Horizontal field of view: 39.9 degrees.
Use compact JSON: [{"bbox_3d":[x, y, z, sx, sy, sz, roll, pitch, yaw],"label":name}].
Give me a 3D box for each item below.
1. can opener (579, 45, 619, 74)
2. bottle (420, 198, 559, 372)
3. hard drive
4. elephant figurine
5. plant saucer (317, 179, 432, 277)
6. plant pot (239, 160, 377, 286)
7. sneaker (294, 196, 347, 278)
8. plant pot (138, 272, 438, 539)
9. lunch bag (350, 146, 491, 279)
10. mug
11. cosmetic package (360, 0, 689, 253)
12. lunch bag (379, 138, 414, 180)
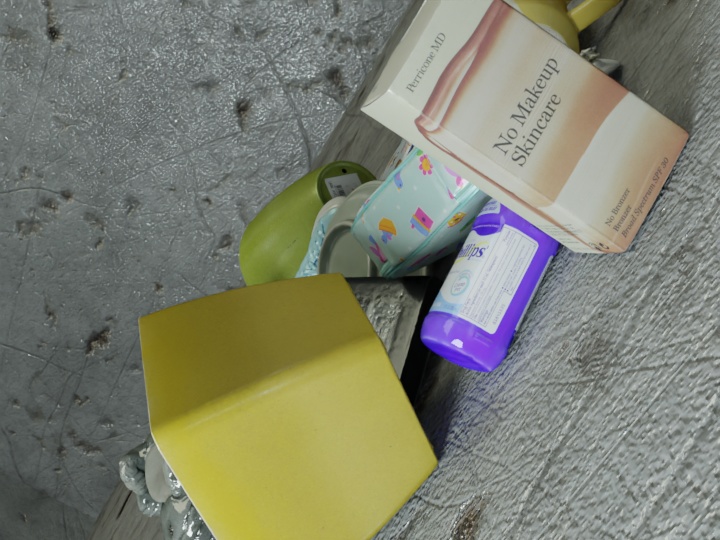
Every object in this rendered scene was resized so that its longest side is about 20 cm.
[{"bbox_3d":[0.170,-0.148,0.839,0.200,0.052,0.067,-32,-57,-55],"label":"can opener"},{"bbox_3d":[0.120,-0.018,0.803,0.201,0.065,0.083,-62,12,-9],"label":"bottle"},{"bbox_3d":[-0.014,0.074,0.997,0.199,0.033,0.140,-1,64,44],"label":"hard drive"},{"bbox_3d":[-0.159,0.223,0.991,0.141,0.156,0.200,-20,14,-15],"label":"elephant figurine"},{"bbox_3d":[0.000,0.000,1.089,0.200,0.050,0.202,-2,87,55],"label":"plant saucer"},{"bbox_3d":[-0.048,-0.054,1.327,0.200,0.186,0.188,-50,14,56],"label":"plant pot"},{"bbox_3d":[-0.042,0.004,1.221,0.082,0.073,0.201,-76,5,-51],"label":"sneaker"},{"bbox_3d":[-0.053,0.116,0.813,0.176,0.201,0.200,-28,27,-3],"label":"plant pot"},{"bbox_3d":[0.096,-0.079,0.927,0.160,0.077,0.200,-23,-15,-42],"label":"lunch bag"},{"bbox_3d":[0.165,-0.251,1.024,0.153,0.149,0.187,-98,32,-61],"label":"mug"},{"bbox_3d":[0.114,-0.105,0.698,0.104,0.199,0.087,-60,11,-5],"label":"cosmetic package"},{"bbox_3d":[0.097,-0.174,1.314,0.201,0.075,0.160,-60,8,8],"label":"lunch bag"}]
